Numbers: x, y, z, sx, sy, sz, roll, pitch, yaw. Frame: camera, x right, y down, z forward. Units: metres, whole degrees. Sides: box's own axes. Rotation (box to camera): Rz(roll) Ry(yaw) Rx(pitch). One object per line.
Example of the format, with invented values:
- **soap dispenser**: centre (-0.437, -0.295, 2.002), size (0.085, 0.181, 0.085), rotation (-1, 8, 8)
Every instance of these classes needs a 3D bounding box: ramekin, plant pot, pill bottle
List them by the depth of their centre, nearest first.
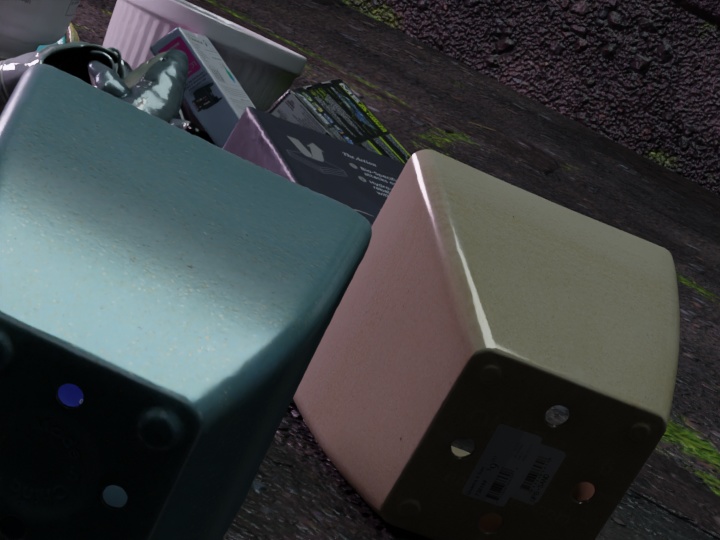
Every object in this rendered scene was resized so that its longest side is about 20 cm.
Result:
- **plant pot**: centre (-0.128, 0.049, 0.988), size (0.196, 0.196, 0.200), rotation (25, 21, -4)
- **plant pot**: centre (0.089, 0.078, 1.307), size (0.200, 0.200, 0.177), rotation (21, 25, -19)
- **pill bottle**: centre (-0.301, -0.260, 1.825), size (0.114, 0.200, 0.114), rotation (24, 13, -6)
- **ramekin**: centre (-0.164, -0.203, 2.043), size (0.200, 0.105, 0.200), rotation (25, 5, -2)

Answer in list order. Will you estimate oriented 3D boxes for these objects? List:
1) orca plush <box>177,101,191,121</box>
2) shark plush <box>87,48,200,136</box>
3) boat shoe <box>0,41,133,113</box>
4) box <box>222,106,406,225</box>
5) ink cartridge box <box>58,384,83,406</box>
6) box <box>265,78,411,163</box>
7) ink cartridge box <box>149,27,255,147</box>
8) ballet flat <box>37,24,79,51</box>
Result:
- **orca plush**: centre (-0.188, -0.119, 1.862), size (0.200, 0.071, 0.105), rotation (-111, -179, -58)
- **shark plush**: centre (-0.173, -0.118, 1.721), size (0.083, 0.091, 0.200), rotation (-14, 32, -2)
- **boat shoe**: centre (-0.242, -0.165, 1.807), size (0.071, 0.070, 0.201), rotation (-15, 0, 27)
- **box**: centre (0.000, 0.000, 1.511), size (0.196, 0.118, 0.200), rotation (18, 25, -33)
- **ink cartridge box**: centre (-0.139, 0.065, 1.235), size (0.094, 0.037, 0.200), rotation (26, 15, 2)
- **box**: centre (0.009, -0.096, 1.993), size (0.200, 0.048, 0.193), rotation (47, 13, 3)
- **ink cartridge box**: centre (-0.110, -0.127, 1.879), size (0.200, 0.042, 0.119), rotation (53, 8, 3)
- **ballet flat**: centre (-0.312, -0.229, 2.001), size (0.071, 0.071, 0.200), rotation (14, 18, -42)
